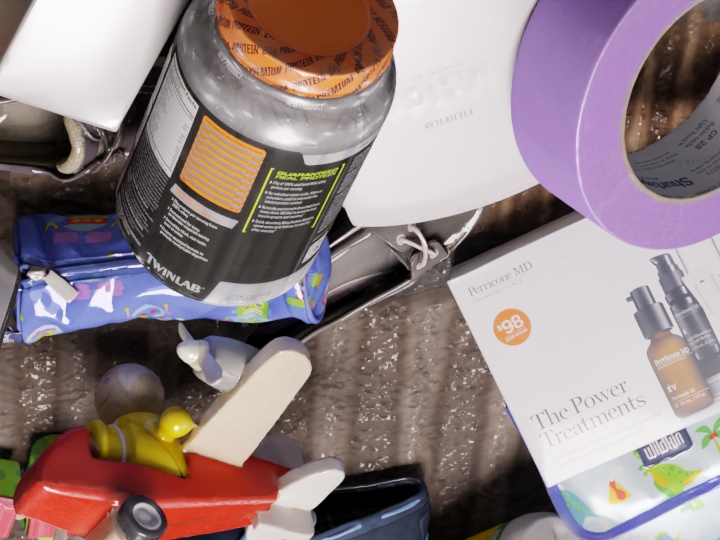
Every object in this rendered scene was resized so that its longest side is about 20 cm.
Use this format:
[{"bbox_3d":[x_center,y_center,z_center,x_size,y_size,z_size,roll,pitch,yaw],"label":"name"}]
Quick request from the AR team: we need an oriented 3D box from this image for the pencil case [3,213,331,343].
[{"bbox_3d":[-0.118,-0.001,1.638,0.200,0.087,0.078,-4,89,3],"label":"pencil case"}]

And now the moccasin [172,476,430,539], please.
[{"bbox_3d":[-0.049,0.165,1.839,0.200,0.080,0.068,-7,129,-26],"label":"moccasin"}]

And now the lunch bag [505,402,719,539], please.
[{"bbox_3d":[0.213,0.118,1.818,0.170,0.127,0.200,-27,119,11],"label":"lunch bag"}]

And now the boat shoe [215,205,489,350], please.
[{"bbox_3d":[0.000,0.000,1.700,0.200,0.057,0.067,-29,129,14],"label":"boat shoe"}]

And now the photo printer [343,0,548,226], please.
[{"bbox_3d":[0.042,-0.116,1.593,0.166,0.069,0.200,-17,131,4],"label":"photo printer"}]

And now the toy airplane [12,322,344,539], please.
[{"bbox_3d":[-0.113,0.117,1.705,0.200,0.141,0.199,-28,156,-4],"label":"toy airplane"}]

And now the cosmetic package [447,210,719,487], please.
[{"bbox_3d":[0.176,0.027,1.721,0.200,0.052,0.151,-25,96,11],"label":"cosmetic package"}]

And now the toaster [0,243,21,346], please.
[{"bbox_3d":[-0.299,0.042,1.555,0.200,0.181,0.119,-10,135,28],"label":"toaster"}]

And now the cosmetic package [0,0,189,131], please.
[{"bbox_3d":[-0.129,-0.188,1.469,0.085,0.108,0.200,17,125,-25],"label":"cosmetic package"}]

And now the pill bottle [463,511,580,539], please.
[{"bbox_3d":[0.068,0.246,1.873,0.200,0.113,0.113,-27,134,37],"label":"pill bottle"}]

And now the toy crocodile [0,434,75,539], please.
[{"bbox_3d":[-0.235,0.148,1.781,0.200,0.062,0.068,5,131,-17],"label":"toy crocodile"}]

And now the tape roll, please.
[{"bbox_3d":[0.185,-0.115,1.577,0.200,0.066,0.200,-19,127,-28],"label":"tape roll"}]

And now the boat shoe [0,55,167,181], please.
[{"bbox_3d":[-0.167,-0.084,1.582,0.200,0.065,0.072,3,130,-16],"label":"boat shoe"}]

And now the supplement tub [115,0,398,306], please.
[{"bbox_3d":[-0.054,-0.081,1.489,0.122,0.123,0.200,7,143,-18],"label":"supplement tub"}]
